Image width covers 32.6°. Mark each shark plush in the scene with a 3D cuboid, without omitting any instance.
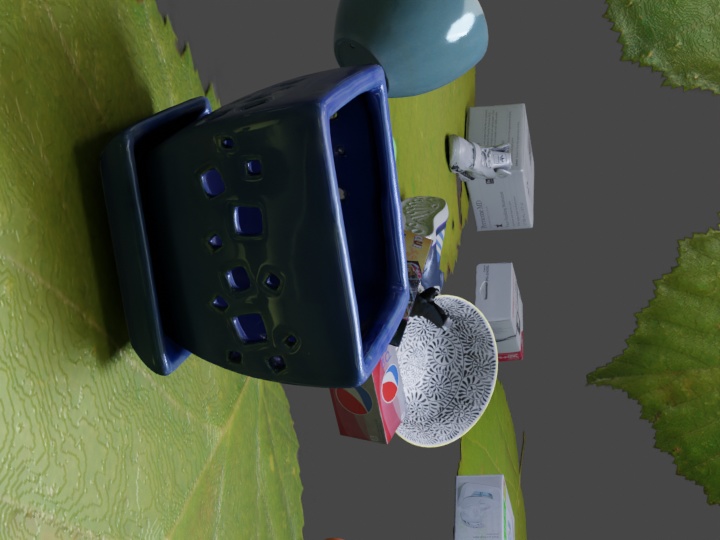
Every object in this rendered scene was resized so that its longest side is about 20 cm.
[{"bbox_3d":[0.046,0.036,1.440,0.090,0.198,0.085,-11,109,-47],"label":"shark plush"}]

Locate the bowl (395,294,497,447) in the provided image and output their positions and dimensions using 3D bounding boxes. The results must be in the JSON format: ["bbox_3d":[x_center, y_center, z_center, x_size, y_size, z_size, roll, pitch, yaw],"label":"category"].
[{"bbox_3d":[0.080,0.127,1.659,0.198,0.094,0.204,-5,100,-32],"label":"bowl"}]

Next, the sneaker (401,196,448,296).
[{"bbox_3d":[0.090,-0.017,1.866,0.200,0.079,0.148,-71,162,-66],"label":"sneaker"}]

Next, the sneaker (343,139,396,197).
[{"bbox_3d":[0.004,-0.085,1.545,0.083,0.076,0.203,13,70,-58],"label":"sneaker"}]

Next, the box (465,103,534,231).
[{"bbox_3d":[0.306,-0.225,2.693,0.200,0.129,0.202,69,22,-51],"label":"box"}]

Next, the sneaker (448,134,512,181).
[{"bbox_3d":[0.240,-0.228,2.449,0.200,0.113,0.076,32,55,-73],"label":"sneaker"}]

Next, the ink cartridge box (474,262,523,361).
[{"bbox_3d":[0.309,0.093,2.722,0.201,0.082,0.147,65,25,-58],"label":"ink cartridge box"}]

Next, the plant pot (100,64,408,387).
[{"bbox_3d":[-0.074,-0.035,0.905,0.200,0.177,0.203,-56,140,-70],"label":"plant pot"}]

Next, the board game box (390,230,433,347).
[{"bbox_3d":[0.000,0.000,1.336,0.200,0.134,0.035,-66,174,-62],"label":"board game box"}]

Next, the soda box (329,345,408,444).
[{"bbox_3d":[0.000,0.102,1.424,0.064,0.069,0.202,-51,138,-45],"label":"soda box"}]

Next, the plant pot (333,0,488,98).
[{"bbox_3d":[0.043,-0.296,1.549,0.135,0.199,0.201,-46,144,-21],"label":"plant pot"}]

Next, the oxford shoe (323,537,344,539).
[{"bbox_3d":[-0.020,0.382,1.297,0.073,0.070,0.203,-43,129,-66],"label":"oxford shoe"}]

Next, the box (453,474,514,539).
[{"bbox_3d":[0.227,0.499,2.255,0.201,0.095,0.178,71,18,-51],"label":"box"}]
